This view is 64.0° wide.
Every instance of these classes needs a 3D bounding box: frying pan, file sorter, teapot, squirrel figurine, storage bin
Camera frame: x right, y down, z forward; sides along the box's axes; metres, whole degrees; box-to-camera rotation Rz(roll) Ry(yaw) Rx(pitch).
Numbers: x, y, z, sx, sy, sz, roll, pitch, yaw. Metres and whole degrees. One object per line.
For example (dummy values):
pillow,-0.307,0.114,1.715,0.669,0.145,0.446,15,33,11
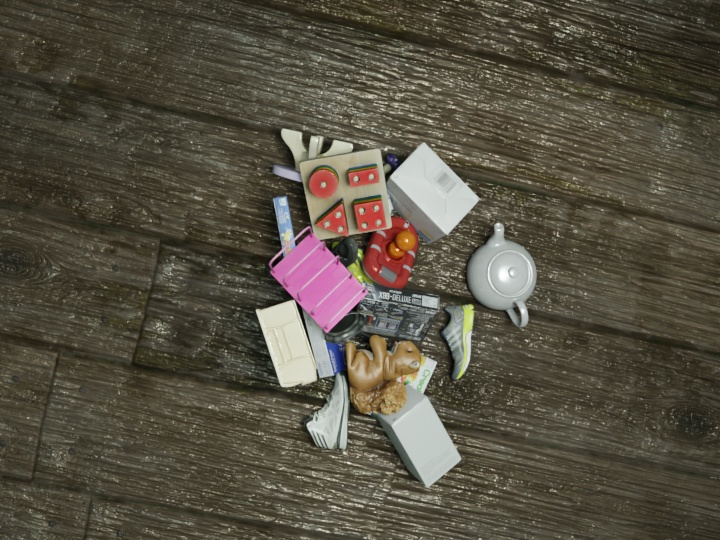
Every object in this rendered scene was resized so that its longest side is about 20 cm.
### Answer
frying pan,-0.012,0.139,1.447,0.115,0.189,0.031,-56,50,32
file sorter,-0.097,0.020,1.320,0.139,0.125,0.200,-43,85,-7
teapot,0.376,0.014,1.493,0.199,0.146,0.199,30,86,-4
squirrel figurine,0.063,0.261,1.431,0.185,0.142,0.202,-5,69,-1
storage bin,-0.176,0.175,1.416,0.093,0.200,0.200,-18,89,-7

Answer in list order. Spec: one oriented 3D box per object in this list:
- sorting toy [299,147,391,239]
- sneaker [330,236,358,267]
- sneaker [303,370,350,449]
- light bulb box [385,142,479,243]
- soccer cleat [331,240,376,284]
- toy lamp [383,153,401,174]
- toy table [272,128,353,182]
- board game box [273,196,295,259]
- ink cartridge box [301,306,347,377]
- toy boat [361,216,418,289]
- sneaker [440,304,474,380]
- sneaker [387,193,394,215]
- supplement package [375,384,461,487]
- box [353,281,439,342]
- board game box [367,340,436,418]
sorting toy,-0.034,-0.174,1.386,0.197,0.070,0.202,-9,115,4
sneaker,-0.083,-0.010,1.450,0.104,0.200,0.060,-23,76,-31
sneaker,-0.087,0.358,1.477,0.114,0.076,0.203,2,90,-6
light bulb box,0.167,-0.187,1.457,0.125,0.200,0.198,-45,91,-6
soccer cleat,0.000,0.000,1.503,0.199,0.065,0.084,36,81,-3
toy lamp,0.018,-0.226,1.519,0.200,0.058,0.058,-43,91,-6
toy table,-0.116,-0.282,1.463,0.198,0.184,0.118,10,104,-13
board game box,-0.183,-0.076,1.458,0.034,0.135,0.202,-10,88,-5
ink cartridge box,-0.092,0.163,1.472,0.044,0.094,0.202,-15,88,23
toy boat,0.093,-0.056,1.453,0.130,0.131,0.201,31,50,-15
sneaker,0.250,0.186,1.521,0.080,0.074,0.202,6,81,5
sneaker,-0.006,-0.129,1.479,0.199,0.073,0.071,-27,80,21
supplement package,0.141,0.410,1.441,0.117,0.117,0.201,-33,107,-14
box,0.085,0.109,1.461,0.198,0.158,0.050,10,54,-3
board game box,0.102,0.303,1.514,0.125,0.035,0.201,25,86,-4
